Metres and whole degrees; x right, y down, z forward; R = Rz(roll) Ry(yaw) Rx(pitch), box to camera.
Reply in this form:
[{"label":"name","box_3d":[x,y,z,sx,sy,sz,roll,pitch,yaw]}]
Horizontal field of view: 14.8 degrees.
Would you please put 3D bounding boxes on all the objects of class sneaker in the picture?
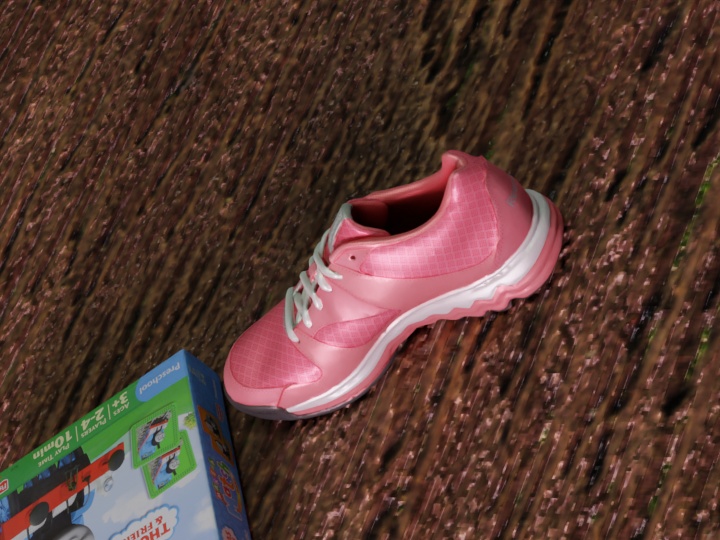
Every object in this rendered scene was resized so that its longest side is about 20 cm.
[{"label":"sneaker","box_3d":[0.000,0.000,1.389,0.200,0.087,0.074,-31,40,20]}]

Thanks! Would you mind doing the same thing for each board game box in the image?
[{"label":"board game box","box_3d":[-0.125,0.155,1.418,0.151,0.037,0.201,-34,41,17]}]
